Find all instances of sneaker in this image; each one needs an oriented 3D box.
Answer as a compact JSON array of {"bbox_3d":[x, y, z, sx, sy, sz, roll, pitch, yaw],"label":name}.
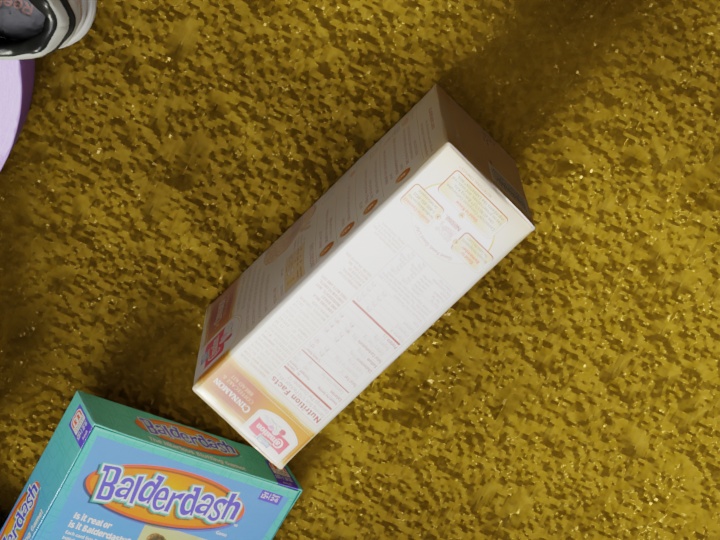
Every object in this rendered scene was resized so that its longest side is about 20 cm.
[{"bbox_3d":[-0.246,-0.155,1.229,0.200,0.080,0.074,5,108,-1],"label":"sneaker"}]

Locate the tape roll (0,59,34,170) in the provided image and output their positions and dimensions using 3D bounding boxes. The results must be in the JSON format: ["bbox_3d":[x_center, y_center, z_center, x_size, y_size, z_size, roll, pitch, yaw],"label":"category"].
[{"bbox_3d":[-0.292,-0.116,1.314,0.200,0.066,0.200,0,106,-1],"label":"tape roll"}]

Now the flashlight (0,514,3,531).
[{"bbox_3d":[-0.269,0.105,1.379,0.068,0.068,0.200,-12,106,1],"label":"flashlight"}]

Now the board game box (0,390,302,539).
[{"bbox_3d":[-0.149,0.185,1.392,0.152,0.045,0.200,22,106,-31],"label":"board game box"}]

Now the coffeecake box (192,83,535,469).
[{"bbox_3d":[0.000,0.000,1.308,0.200,0.154,0.073,-44,103,11],"label":"coffeecake box"}]
